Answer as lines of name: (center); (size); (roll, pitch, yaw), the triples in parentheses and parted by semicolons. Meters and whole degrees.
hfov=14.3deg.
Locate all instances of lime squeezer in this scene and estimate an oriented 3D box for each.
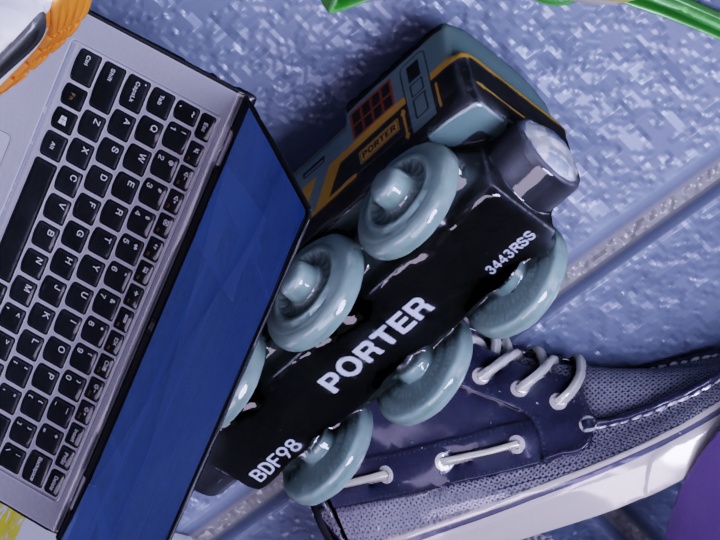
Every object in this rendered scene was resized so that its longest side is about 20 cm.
lime squeezer: (0.064, -0.110, 1.050); (0.199, 0.071, 0.038); (5, 110, -31)

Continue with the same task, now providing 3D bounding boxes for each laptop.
laptop: (-0.116, 0.012, 1.031); (0.199, 0.116, 0.188); (28, 104, 15)

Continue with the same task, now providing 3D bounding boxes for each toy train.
toy train: (0.000, 0.000, 1.081); (0.085, 0.114, 0.200); (34, 118, -29)

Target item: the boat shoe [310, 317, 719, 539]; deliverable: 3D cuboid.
boat shoe: (0.064, 0.052, 1.147); (0.199, 0.075, 0.093); (-23, 100, 8)

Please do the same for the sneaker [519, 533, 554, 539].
sneaker: (0.063, 0.177, 1.201); (0.115, 0.075, 0.200); (34, 143, -20)

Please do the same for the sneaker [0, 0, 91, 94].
sneaker: (-0.187, -0.075, 1.040); (0.200, 0.076, 0.092); (-39, 89, 26)

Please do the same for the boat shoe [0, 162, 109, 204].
boat shoe: (-0.172, -0.007, 1.143); (0.199, 0.060, 0.072); (-23, 116, 20)

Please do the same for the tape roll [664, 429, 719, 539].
tape roll: (0.224, 0.120, 1.120); (0.199, 0.085, 0.201); (-9, 127, -13)

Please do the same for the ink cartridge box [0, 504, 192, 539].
ink cartridge box: (-0.186, 0.175, 1.220); (0.199, 0.125, 0.129); (12, 123, -1)

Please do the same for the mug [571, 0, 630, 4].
mug: (0.070, -0.162, 0.954); (0.149, 0.187, 0.153); (-26, 124, 14)
